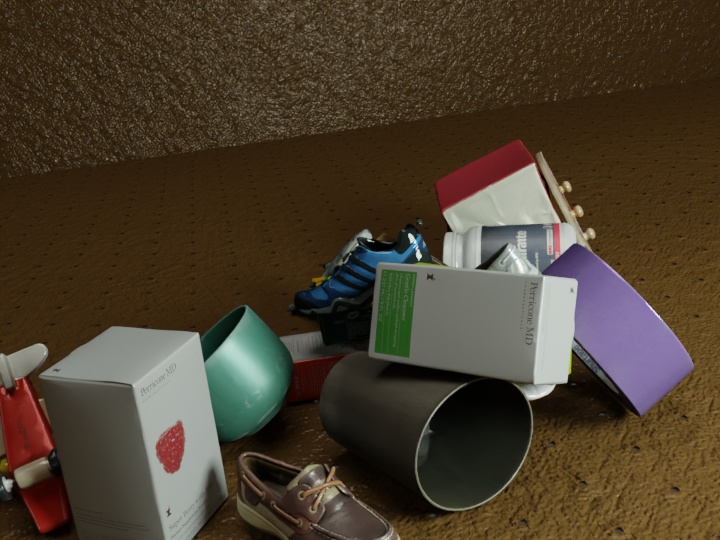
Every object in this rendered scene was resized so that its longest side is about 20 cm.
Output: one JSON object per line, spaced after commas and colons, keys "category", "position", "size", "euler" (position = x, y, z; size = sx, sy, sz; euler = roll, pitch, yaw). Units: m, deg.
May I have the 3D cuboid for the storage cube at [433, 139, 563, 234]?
{"category": "storage cube", "position": [0.241, -0.093, 1.472], "size": [0.198, 0.172, 0.180], "euler": [-27, 17, 10]}

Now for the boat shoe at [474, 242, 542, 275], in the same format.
{"category": "boat shoe", "position": [0.127, 0.025, 1.042], "size": [0.201, 0.065, 0.075], "euler": [-26, 19, 47]}

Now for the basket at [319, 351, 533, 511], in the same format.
{"category": "basket", "position": [0.056, 0.164, 0.948], "size": [0.179, 0.138, 0.199], "euler": [-5, 10, -41]}

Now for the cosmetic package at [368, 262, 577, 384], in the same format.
{"category": "cosmetic package", "position": [0.114, 0.052, 0.890], "size": [0.198, 0.109, 0.084], "euler": [3, -2, 38]}

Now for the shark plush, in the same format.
{"category": "shark plush", "position": [-0.041, 0.019, 1.390], "size": [0.090, 0.200, 0.084], "euler": [11, 52, -26]}

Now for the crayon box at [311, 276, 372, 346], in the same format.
{"category": "crayon box", "position": [-0.004, 0.044, 1.242], "size": [0.125, 0.051, 0.200], "euler": [-8, 15, -6]}

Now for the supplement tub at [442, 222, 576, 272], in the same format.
{"category": "supplement tub", "position": [0.232, 0.000, 1.327], "size": [0.197, 0.142, 0.141], "euler": [-2, 20, 12]}

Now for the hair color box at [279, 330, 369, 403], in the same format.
{"category": "hair color box", "position": [-0.010, 0.122, 1.183], "size": [0.197, 0.062, 0.102], "euler": [-8, 18, -4]}

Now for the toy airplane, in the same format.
{"category": "toy airplane", "position": [-0.379, 0.190, 0.994], "size": [0.198, 0.142, 0.200], "euler": [13, 56, 14]}

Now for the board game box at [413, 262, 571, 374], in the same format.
{"category": "board game box", "position": [0.136, 0.055, 0.966], "size": [0.198, 0.103, 0.047], "euler": [8, 16, 37]}

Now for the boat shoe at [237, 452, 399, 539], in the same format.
{"category": "boat shoe", "position": [-0.049, 0.226, 0.838], "size": [0.199, 0.073, 0.072], "euler": [13, 26, 41]}

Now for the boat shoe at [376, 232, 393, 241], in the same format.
{"category": "boat shoe", "position": [0.015, 0.006, 1.513], "size": [0.072, 0.072, 0.201], "euler": [-31, 20, 27]}

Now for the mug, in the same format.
{"category": "mug", "position": [-0.154, 0.130, 1.081], "size": [0.152, 0.115, 0.185], "euler": [-38, 13, 20]}

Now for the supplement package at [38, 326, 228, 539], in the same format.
{"category": "supplement package", "position": [-0.230, 0.176, 0.893], "size": [0.118, 0.202, 0.121], "euler": [2, 22, 23]}

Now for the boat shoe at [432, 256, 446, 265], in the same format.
{"category": "boat shoe", "position": [0.136, 0.031, 1.220], "size": [0.072, 0.072, 0.200], "euler": [-34, 65, -21]}

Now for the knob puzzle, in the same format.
{"category": "knob puzzle", "position": [0.353, -0.119, 1.462], "size": [0.030, 0.221, 0.220], "euler": [-28, 14, 16]}

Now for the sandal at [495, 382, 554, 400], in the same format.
{"category": "sandal", "position": [0.160, 0.122, 1.030], "size": [0.078, 0.060, 0.206], "euler": [-8, 19, -22]}

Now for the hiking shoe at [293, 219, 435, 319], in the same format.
{"category": "hiking shoe", "position": [0.000, 0.000, 1.105], "size": [0.198, 0.088, 0.074], "euler": [-17, 11, 15]}

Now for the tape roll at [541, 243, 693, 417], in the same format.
{"category": "tape roll", "position": [0.289, 0.069, 1.014], "size": [0.085, 0.200, 0.200], "euler": [-42, 21, 4]}
